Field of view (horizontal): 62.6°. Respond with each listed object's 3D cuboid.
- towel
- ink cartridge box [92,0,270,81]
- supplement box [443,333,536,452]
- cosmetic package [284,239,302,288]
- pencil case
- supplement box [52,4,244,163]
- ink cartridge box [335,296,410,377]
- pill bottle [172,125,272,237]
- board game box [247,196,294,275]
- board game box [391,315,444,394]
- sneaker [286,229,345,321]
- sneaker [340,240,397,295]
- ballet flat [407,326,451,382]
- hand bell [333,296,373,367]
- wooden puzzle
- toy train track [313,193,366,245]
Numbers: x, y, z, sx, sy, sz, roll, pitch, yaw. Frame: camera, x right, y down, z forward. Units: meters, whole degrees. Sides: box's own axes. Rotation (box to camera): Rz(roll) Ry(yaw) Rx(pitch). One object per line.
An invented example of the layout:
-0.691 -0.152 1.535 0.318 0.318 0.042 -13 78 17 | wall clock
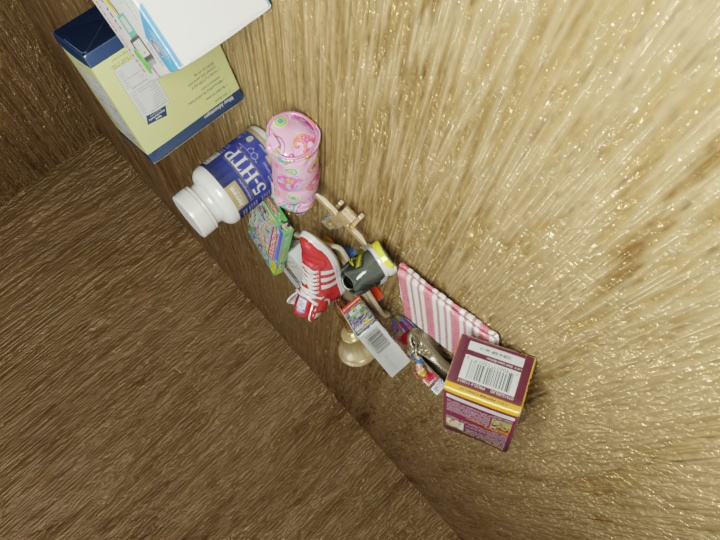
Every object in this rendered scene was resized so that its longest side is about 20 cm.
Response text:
0.139 0.080 0.937 0.199 0.030 0.147 38 161 27 | towel
-0.238 -0.349 0.751 0.148 0.146 0.199 57 163 -26 | ink cartridge box
0.187 0.187 0.883 0.109 0.087 0.201 18 154 17 | supplement box
-0.142 -0.001 1.463 0.151 0.052 0.199 52 164 -16 | cosmetic package
-0.105 -0.162 0.933 0.088 0.087 0.200 46 163 9 | pencil case
-0.331 -0.327 0.954 0.134 0.199 0.201 37 160 36 | supplement box
0.018 0.109 1.129 0.109 0.050 0.200 51 180 -23 | ink cartridge box
-0.235 -0.158 1.081 0.120 0.200 0.120 43 164 16 | pill bottle
-0.209 -0.091 1.359 0.136 0.029 0.201 57 154 16 | board game box
0.119 0.177 1.177 0.200 0.039 0.159 44 163 17 | board game box
-0.092 0.019 1.083 0.071 0.113 0.201 35 163 31 | sneaker
0.000 0.000 0.986 0.075 0.084 0.200 58 171 4 | sneaker
0.153 0.187 1.062 0.201 0.046 0.067 50 153 1 | ballet flat
-0.028 0.121 1.332 0.104 0.104 0.201 36 159 37 | hand bell
-0.031 -0.002 1.179 0.201 0.046 0.184 53 165 -28 | wooden puzzle
-0.033 -0.093 1.003 0.115 0.033 0.200 45 171 -10 | toy train track
